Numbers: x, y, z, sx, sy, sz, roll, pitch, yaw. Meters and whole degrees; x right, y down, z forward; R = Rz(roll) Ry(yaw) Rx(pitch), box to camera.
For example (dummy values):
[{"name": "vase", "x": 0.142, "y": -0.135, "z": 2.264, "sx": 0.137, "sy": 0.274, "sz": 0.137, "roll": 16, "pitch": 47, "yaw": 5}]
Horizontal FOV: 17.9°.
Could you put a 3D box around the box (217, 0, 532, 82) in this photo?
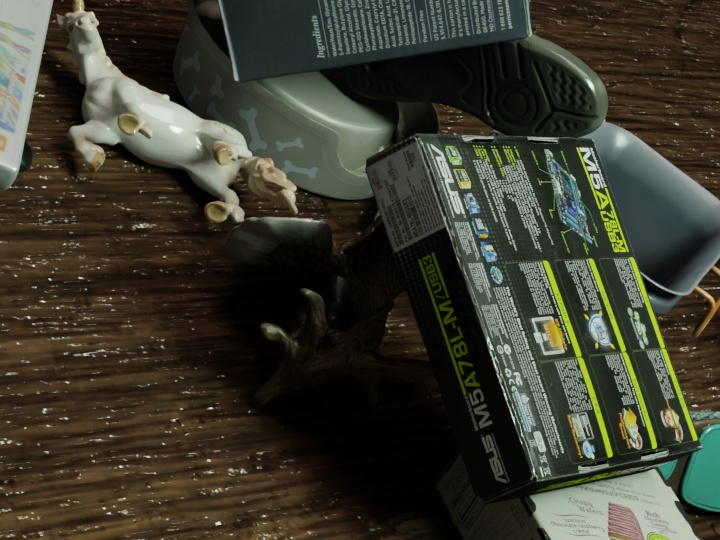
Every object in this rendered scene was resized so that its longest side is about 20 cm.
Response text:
[{"name": "box", "x": 0.006, "y": -0.216, "z": 1.509, "sx": 0.198, "sy": 0.108, "sz": 0.149, "roll": -9, "pitch": 31, "yaw": 4}]

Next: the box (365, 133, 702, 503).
[{"name": "box", "x": 0.101, "y": 0.022, "z": 1.283, "sx": 0.193, "sy": 0.047, "sz": 0.202, "roll": -3, "pitch": 71, "yaw": -57}]

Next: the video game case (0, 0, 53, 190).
[{"name": "video game case", "x": -0.264, "y": -0.151, "z": 1.278, "sx": 0.181, "sy": 0.022, "sz": 0.201, "roll": 22, "pitch": 43, "yaw": -18}]

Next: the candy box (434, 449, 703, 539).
[{"name": "candy box", "x": 0.141, "y": 0.180, "z": 1.282, "sx": 0.136, "sy": 0.061, "sz": 0.201, "roll": 14, "pitch": 33, "yaw": -34}]

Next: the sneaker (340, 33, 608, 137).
[{"name": "sneaker", "x": 0.095, "y": -0.146, "z": 1.553, "sx": 0.198, "sy": 0.077, "sz": 0.114, "roll": 14, "pitch": 30, "yaw": 33}]

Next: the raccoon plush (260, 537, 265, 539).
[{"name": "raccoon plush", "x": -0.041, "y": 0.154, "z": 1.025, "sx": 0.096, "sy": 0.135, "sz": 0.200, "roll": 27, "pitch": 26, "yaw": -11}]

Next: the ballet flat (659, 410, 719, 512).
[{"name": "ballet flat", "x": 0.190, "y": 0.111, "z": 1.460, "sx": 0.199, "sy": 0.074, "sz": 0.074, "roll": 14, "pitch": 32, "yaw": -42}]

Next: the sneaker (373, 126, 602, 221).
[{"name": "sneaker", "x": 0.100, "y": -0.078, "z": 1.579, "sx": 0.081, "sy": 0.147, "sz": 0.199, "roll": 43, "pitch": 27, "yaw": 19}]

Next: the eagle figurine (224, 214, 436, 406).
[{"name": "eagle figurine", "x": -0.001, "y": 0.006, "z": 1.348, "sx": 0.151, "sy": 0.152, "sz": 0.200, "roll": 25, "pitch": 38, "yaw": 2}]

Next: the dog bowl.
[{"name": "dog bowl", "x": -0.043, "y": -0.126, "z": 1.598, "sx": 0.199, "sy": 0.059, "sz": 0.201, "roll": 27, "pitch": 27, "yaw": -15}]

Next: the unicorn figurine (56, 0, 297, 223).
[{"name": "unicorn figurine", "x": -0.133, "y": -0.097, "z": 1.442, "sx": 0.200, "sy": 0.074, "sz": 0.138, "roll": 41, "pitch": 13, "yaw": -18}]

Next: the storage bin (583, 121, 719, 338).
[{"name": "storage bin", "x": 0.157, "y": 0.010, "z": 1.509, "sx": 0.145, "sy": 0.135, "sz": 0.200, "roll": 37, "pitch": 26, "yaw": 7}]

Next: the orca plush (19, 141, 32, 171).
[{"name": "orca plush", "x": -0.226, "y": -0.117, "z": 1.349, "sx": 0.105, "sy": 0.071, "sz": 0.200, "roll": 28, "pitch": 26, "yaw": -12}]
